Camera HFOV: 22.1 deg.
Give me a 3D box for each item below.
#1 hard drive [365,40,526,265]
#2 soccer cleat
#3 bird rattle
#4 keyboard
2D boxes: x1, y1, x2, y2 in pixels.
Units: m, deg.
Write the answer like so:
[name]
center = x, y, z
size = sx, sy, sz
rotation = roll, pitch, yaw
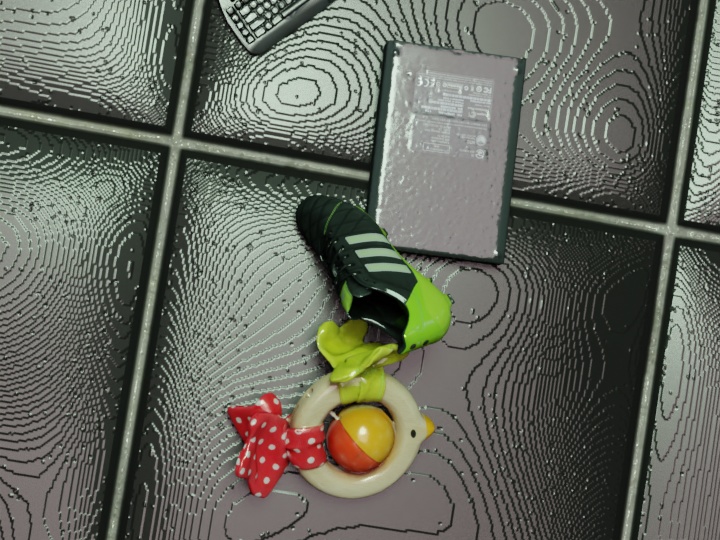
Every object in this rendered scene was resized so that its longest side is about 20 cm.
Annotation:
[hard drive]
center = 0.081, -0.113, 1.781
size = 0.138, 0.033, 0.202
rotation = 7, 86, -8
[soccer cleat]
center = 0.000, 0.000, 1.712
size = 0.081, 0.068, 0.200
rotation = -26, 56, -40
[bird rattle]
center = -0.019, 0.149, 1.727
size = 0.163, 0.113, 0.200
rotation = 42, 86, -21
[keyboard]
center = -0.053, -0.304, 1.769
size = 0.200, 0.040, 0.104
rotation = -38, 94, -9
